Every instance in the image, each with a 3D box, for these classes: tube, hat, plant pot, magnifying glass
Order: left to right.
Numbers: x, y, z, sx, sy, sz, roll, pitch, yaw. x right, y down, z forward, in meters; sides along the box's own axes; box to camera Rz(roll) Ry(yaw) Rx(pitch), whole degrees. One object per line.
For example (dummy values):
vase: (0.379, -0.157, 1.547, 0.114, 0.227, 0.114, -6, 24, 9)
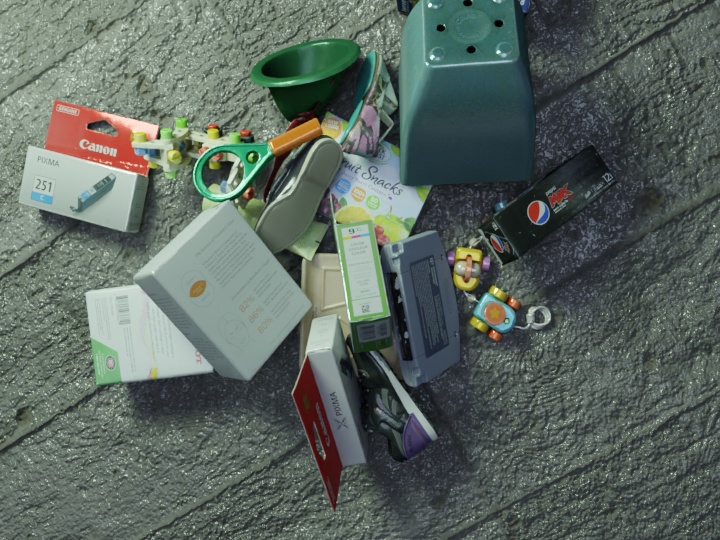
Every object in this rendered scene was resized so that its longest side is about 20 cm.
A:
magnifying glass: (-0.145, -0.163, 0.852, 0.196, 0.022, 0.081, -27, 79, -1)
tube: (-0.153, -0.078, 0.948, 0.195, 0.052, 0.059, 21, 95, 6)
hat: (-0.079, -0.243, 0.943, 0.194, 0.167, 0.179, -12, 126, 2)
plant pot: (0.141, -0.255, 0.808, 0.190, 0.201, 0.201, -2, 67, 7)

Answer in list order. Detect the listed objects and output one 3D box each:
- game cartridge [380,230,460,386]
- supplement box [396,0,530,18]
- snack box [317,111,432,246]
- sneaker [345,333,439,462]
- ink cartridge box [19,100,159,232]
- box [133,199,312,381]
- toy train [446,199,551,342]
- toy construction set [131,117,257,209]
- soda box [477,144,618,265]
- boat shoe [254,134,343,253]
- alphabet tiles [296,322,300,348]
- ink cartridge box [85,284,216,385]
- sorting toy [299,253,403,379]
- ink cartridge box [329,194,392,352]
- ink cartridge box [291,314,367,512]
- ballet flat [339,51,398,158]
game cartridge: (0.094, 0.051, 0.881, 0.041, 0.132, 0.206, -6, 98, 37)
supplement box: (0.157, -0.432, 0.879, 0.195, 0.109, 0.112, 16, 92, 7)
snack box: (0.006, -0.133, 0.927, 0.196, 0.053, 0.145, 27, 92, 7)
sneaker: (0.026, 0.189, 0.876, 0.087, 0.076, 0.202, -36, 90, -5)
ink cartridge box: (-0.443, -0.173, 0.978, 0.195, 0.045, 0.181, 14, 93, 6)
box: (-0.195, 0.031, 0.863, 0.153, 0.105, 0.202, -48, 112, -28)
toy train: (0.212, 0.004, 0.904, 0.147, 0.056, 0.205, -19, 88, 7)
toy construction set: (-0.233, -0.172, 0.913, 0.197, 0.131, 0.094, 28, 122, 12)
soda box: (0.268, -0.094, 0.863, 0.198, 0.063, 0.072, -35, 88, -14)
boat shoe: (-0.099, -0.115, 0.899, 0.072, 0.063, 0.202, 28, 103, -36)
alphabet tiles: (-0.008, 0.081, 0.955, 0.194, 0.006, 0.171, -11, 90, 7)
ink cartridge box: (-0.317, 0.093, 0.951, 0.194, 0.087, 0.150, -7, 90, 8)
sorting toy: (0.004, 0.071, 0.936, 0.194, 0.036, 0.191, 2, 91, 2)
ink cartridge box: (0.000, 0.000, 0.849, 0.058, 0.105, 0.205, -9, 61, -2)
ink cartridge box: (-0.034, 0.195, 0.841, 0.043, 0.177, 0.205, -11, 114, 9)
ballet flat: (0.020, -0.241, 0.896, 0.070, 0.069, 0.204, 25, 53, -18)
